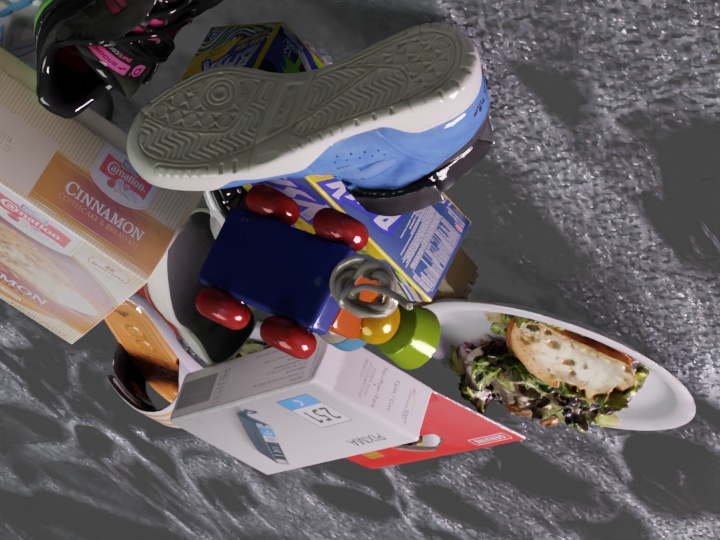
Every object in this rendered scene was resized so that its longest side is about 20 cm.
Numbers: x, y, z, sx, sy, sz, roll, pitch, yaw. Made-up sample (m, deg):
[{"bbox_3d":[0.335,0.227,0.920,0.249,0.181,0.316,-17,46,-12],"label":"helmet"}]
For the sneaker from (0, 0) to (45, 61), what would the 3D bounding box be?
[{"bbox_3d":[-0.221,-0.152,1.335,0.086,0.075,0.199,35,157,-33],"label":"sneaker"}]

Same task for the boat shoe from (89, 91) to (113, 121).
[{"bbox_3d":[-0.210,-0.083,1.467,0.064,0.075,0.202,23,165,-3],"label":"boat shoe"}]

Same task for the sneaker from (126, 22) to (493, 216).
[{"bbox_3d":[-0.023,-0.067,1.208,0.198,0.077,0.111,-16,149,5],"label":"sneaker"}]

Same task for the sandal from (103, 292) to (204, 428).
[{"bbox_3d":[-0.179,0.084,1.805,0.079,0.059,0.207,14,154,29],"label":"sandal"}]

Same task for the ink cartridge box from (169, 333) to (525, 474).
[{"bbox_3d":[-0.012,0.111,1.528,0.176,0.045,0.200,30,154,-25],"label":"ink cartridge box"}]

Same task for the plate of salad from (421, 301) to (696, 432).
[{"bbox_3d":[0.123,0.073,1.438,0.199,0.048,0.200,17,162,6],"label":"plate of salad"}]

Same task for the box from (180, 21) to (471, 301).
[{"bbox_3d":[-0.023,-0.062,1.313,0.070,0.065,0.200,2,146,45],"label":"box"}]

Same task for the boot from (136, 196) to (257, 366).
[{"bbox_3d":[-0.152,-0.022,1.513,0.144,0.072,0.200,39,164,21],"label":"boot"}]

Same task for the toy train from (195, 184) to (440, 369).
[{"bbox_3d":[0.003,0.024,1.247,0.115,0.085,0.199,30,174,-38],"label":"toy train"}]

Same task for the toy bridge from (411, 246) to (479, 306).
[{"bbox_3d":[0.000,0.000,1.467,0.199,0.027,0.067,7,150,43],"label":"toy bridge"}]

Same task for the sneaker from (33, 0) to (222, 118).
[{"bbox_3d":[-0.115,-0.141,1.189,0.076,0.084,0.200,24,145,-26],"label":"sneaker"}]

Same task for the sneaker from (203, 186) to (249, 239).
[{"bbox_3d":[-0.074,-0.043,1.387,0.092,0.076,0.201,19,145,47],"label":"sneaker"}]

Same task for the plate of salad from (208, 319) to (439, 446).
[{"bbox_3d":[-0.034,0.101,1.676,0.199,0.048,0.200,23,156,11],"label":"plate of salad"}]

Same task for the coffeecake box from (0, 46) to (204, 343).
[{"bbox_3d":[-0.201,-0.042,1.343,0.153,0.073,0.200,35,158,-10],"label":"coffeecake box"}]
